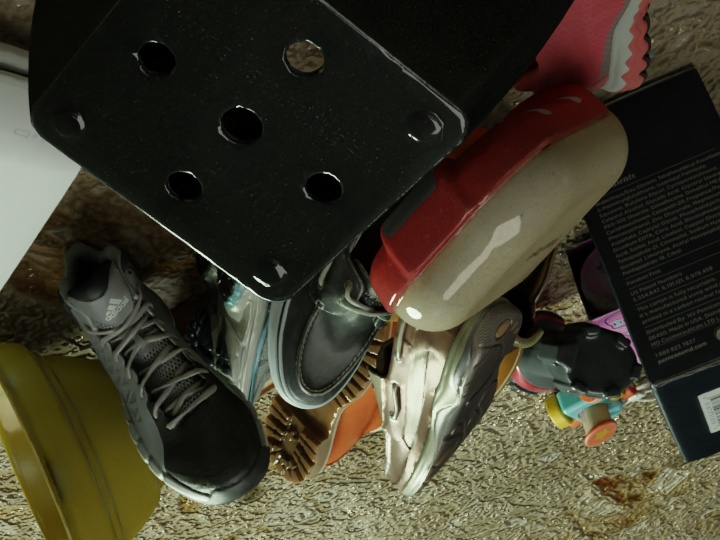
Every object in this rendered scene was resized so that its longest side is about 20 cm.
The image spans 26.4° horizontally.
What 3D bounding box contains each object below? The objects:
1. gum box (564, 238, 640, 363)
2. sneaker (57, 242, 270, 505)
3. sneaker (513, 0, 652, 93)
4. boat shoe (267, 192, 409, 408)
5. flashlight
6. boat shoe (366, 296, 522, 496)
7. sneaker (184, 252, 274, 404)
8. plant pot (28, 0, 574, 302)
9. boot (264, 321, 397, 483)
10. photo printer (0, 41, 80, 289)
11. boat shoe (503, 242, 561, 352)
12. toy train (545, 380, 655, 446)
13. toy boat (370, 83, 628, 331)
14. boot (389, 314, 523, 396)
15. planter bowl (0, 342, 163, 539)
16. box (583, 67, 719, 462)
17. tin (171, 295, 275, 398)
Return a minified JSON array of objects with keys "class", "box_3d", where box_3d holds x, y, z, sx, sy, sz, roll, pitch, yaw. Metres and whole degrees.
[{"class":"gum box","box_3d":[0.268,-0.009,1.160,0.199,0.067,0.113,-25,150,14]},{"class":"sneaker","box_3d":[-0.136,0.054,0.951,0.075,0.200,0.116,-38,142,-9]},{"class":"sneaker","box_3d":[0.115,-0.156,0.841,0.086,0.074,0.201,-14,150,-2]},{"class":"boat shoe","box_3d":[0.000,0.000,0.952,0.071,0.071,0.202,16,103,-27]},{"class":"flashlight","box_3d":[0.152,0.065,1.135,0.067,0.068,0.200,-35,-174,-9]},{"class":"boat shoe","box_3d":[0.043,0.068,0.964,0.076,0.072,0.201,-43,161,-38]},{"class":"sneaker","box_3d":[-0.063,0.034,1.024,0.086,0.078,0.201,-10,131,-27]},{"class":"plant pot","box_3d":[-0.030,-0.110,0.665,0.199,0.178,0.199,36,128,-18]},{"class":"boot","box_3d":[0.000,0.073,1.177,0.107,0.075,0.201,-20,150,-37]},{"class":"photo printer","box_3d":[-0.247,-0.053,0.835,0.165,0.070,0.200,8,142,-35]},{"class":"boat shoe","box_3d":[0.081,0.029,0.996,0.074,0.075,0.204,-7,127,-33]},{"class":"toy train","box_3d":[0.237,0.092,1.321,0.149,0.056,0.201,-11,149,-9]},{"class":"toy boat","box_3d":[0.058,-0.060,0.844,0.131,0.131,0.200,-48,170,27]},{"class":"boot","box_3d":[0.052,0.024,1.079,0.143,0.071,0.203,-8,132,-33]},{"class":"planter bowl","box_3d":[-0.189,0.124,1.050,0.083,0.201,0.201,-24,153,-19]},{"class":"box","box_3d":[0.218,-0.001,1.016,0.106,0.202,0.149,-23,150,9]},{"class":"tin","box_3d":[-0.130,0.080,1.141,0.199,0.042,0.112,-34,141,27]}]
